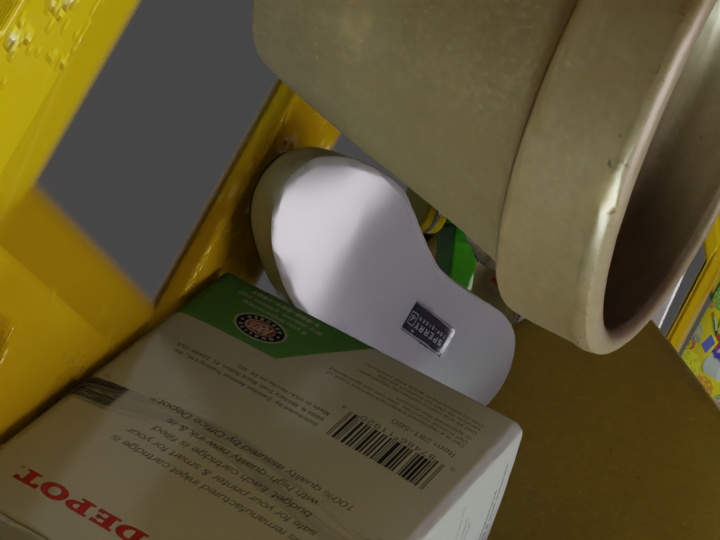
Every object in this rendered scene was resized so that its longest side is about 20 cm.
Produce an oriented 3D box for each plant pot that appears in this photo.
[{"bbox_3d":[0.058,-0.095,0.877,0.201,0.174,0.201,-54,162,-27],"label":"plant pot"},{"bbox_3d":[0.073,0.157,1.138,0.199,0.196,0.195,-16,139,-21],"label":"plant pot"}]

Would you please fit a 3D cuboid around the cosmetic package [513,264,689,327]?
[{"bbox_3d":[0.112,0.030,1.324,0.108,0.084,0.201,-108,-139,-74],"label":"cosmetic package"}]

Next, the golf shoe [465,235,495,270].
[{"bbox_3d":[0.065,-0.100,1.059,0.078,0.096,0.201,-120,-137,-68],"label":"golf shoe"}]

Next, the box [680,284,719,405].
[{"bbox_3d":[0.391,0.073,2.219,0.201,0.121,0.193,-59,163,-12],"label":"box"}]

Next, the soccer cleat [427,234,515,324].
[{"bbox_3d":[0.059,0.001,1.213,0.201,0.069,0.078,-60,167,-21],"label":"soccer cleat"}]

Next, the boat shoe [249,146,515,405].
[{"bbox_3d":[0.000,0.000,1.032,0.072,0.066,0.200,-59,142,-4],"label":"boat shoe"}]

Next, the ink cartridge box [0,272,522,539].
[{"bbox_3d":[-0.049,0.100,0.892,0.200,0.145,0.085,-39,151,-53],"label":"ink cartridge box"}]

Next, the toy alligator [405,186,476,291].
[{"bbox_3d":[0.060,-0.079,1.134,0.054,0.059,0.201,-136,-123,-61],"label":"toy alligator"}]
